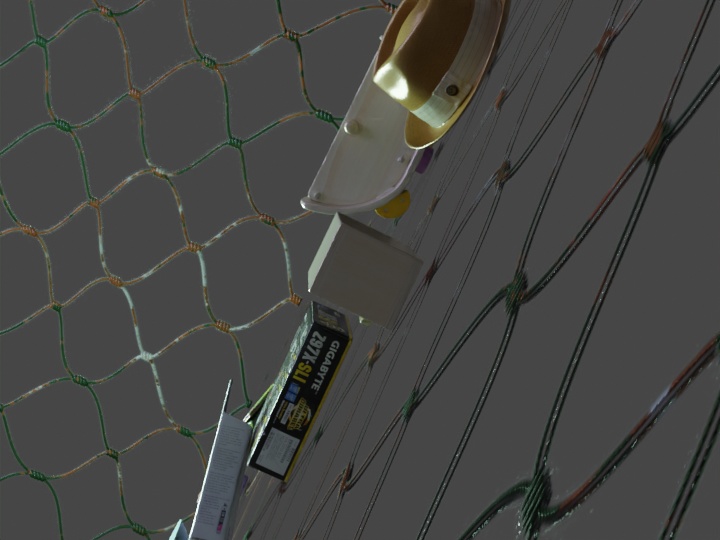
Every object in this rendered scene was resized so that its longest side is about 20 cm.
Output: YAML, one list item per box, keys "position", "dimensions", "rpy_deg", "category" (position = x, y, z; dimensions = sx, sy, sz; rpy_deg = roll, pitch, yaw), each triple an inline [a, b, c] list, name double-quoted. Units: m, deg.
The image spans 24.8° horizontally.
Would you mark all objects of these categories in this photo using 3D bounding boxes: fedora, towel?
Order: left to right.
- position: [-0.157, 0.232, 2.261]
  dimensions: [0.200, 0.023, 0.144]
  rpy_deg: [-58, -6, 36]
  category: "towel"
- position: [0.070, -0.216, 1.580]
  dimensions: [0.201, 0.082, 0.201]
  rpy_deg: [-58, 18, 30]
  category: "fedora"

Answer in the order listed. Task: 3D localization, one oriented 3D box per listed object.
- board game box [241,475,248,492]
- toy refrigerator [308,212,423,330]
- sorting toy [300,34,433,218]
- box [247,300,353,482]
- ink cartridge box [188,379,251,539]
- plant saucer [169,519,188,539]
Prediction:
- position: [-0.209, 0.379, 2.202]
  dimensions: [0.120, 0.032, 0.200]
  rpy_deg: [113, 179, -49]
  category: "board game box"
- position: [0.000, 0.000, 1.401]
  dimensions: [0.200, 0.076, 0.070]
  rpy_deg: [-121, 57, -85]
  category: "toy refrigerator"
- position: [0.035, -0.144, 1.781]
  dimensions: [0.200, 0.107, 0.180]
  rpy_deg: [-63, -3, 10]
  category: "sorting toy"
- position: [-0.063, 0.120, 1.699]
  dimensions: [0.200, 0.049, 0.160]
  rpy_deg: [-116, 49, -85]
  category: "box"
- position: [-0.150, 0.251, 1.733]
  dimensions: [0.197, 0.043, 0.200]
  rpy_deg: [104, 179, -51]
  category: "ink cartridge box"
- position: [-0.265, 0.430, 2.175]
  dimensions: [0.201, 0.039, 0.201]
  rpy_deg: [-155, 90, -85]
  category: "plant saucer"
